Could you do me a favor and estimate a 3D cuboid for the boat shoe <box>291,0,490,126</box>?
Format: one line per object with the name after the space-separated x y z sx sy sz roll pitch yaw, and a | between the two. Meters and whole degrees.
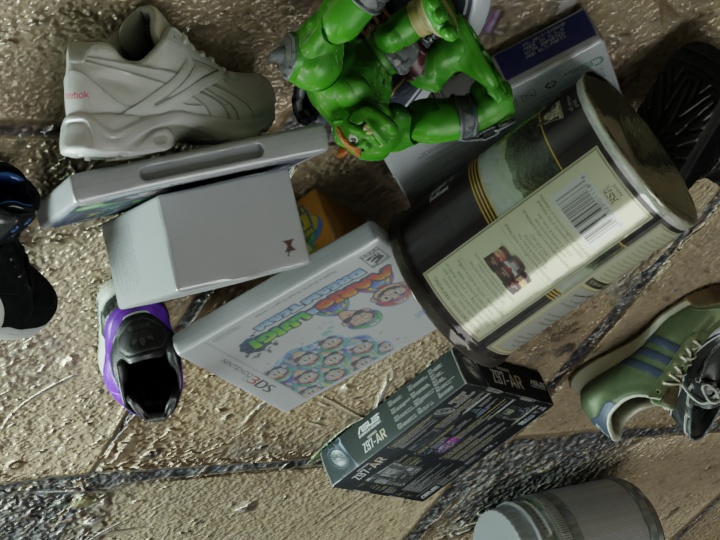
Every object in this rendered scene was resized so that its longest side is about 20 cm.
0.021 -0.167 1.298 0.090 0.071 0.201 -9 149 -30 | boat shoe

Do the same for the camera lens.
0.254 0.340 2.175 0.199 0.161 0.160 -8 147 -25 | camera lens

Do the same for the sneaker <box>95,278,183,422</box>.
-0.183 0.093 1.542 0.069 0.100 0.201 -16 149 -8 | sneaker

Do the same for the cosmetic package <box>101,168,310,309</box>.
-0.119 -0.020 1.339 0.101 0.072 0.200 -13 180 -21 | cosmetic package

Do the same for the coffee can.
0.143 -0.039 1.432 0.200 0.147 0.146 -36 147 20 | coffee can

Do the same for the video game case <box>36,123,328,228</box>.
-0.133 -0.065 1.308 0.180 0.024 0.200 -13 180 -17 | video game case

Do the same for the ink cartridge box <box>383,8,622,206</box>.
0.123 -0.109 1.494 0.195 0.044 0.200 -27 152 4 | ink cartridge box

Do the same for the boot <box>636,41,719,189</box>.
0.275 -0.086 1.539 0.212 0.079 0.158 -53 150 12 | boot

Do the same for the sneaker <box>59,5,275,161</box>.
-0.126 -0.133 1.251 0.077 0.100 0.200 3 -169 33 | sneaker

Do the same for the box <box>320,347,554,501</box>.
0.080 0.166 1.897 0.200 0.044 0.160 -40 146 27 | box

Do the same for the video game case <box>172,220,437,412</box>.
-0.029 0.044 1.522 0.199 0.024 0.182 -30 149 16 | video game case

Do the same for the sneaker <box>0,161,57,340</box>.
-0.262 -0.017 1.338 0.111 0.073 0.200 -30 148 19 | sneaker

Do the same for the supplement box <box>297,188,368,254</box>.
0.000 0.000 1.559 0.066 0.069 0.200 -34 150 17 | supplement box

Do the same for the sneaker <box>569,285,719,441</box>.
0.322 0.106 1.921 0.200 0.090 0.067 -35 147 19 | sneaker

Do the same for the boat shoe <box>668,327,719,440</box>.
0.387 0.123 2.014 0.073 0.068 0.200 -11 148 -20 | boat shoe

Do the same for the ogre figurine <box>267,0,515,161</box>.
0.021 -0.136 1.229 0.119 0.099 0.200 -29 163 14 | ogre figurine
